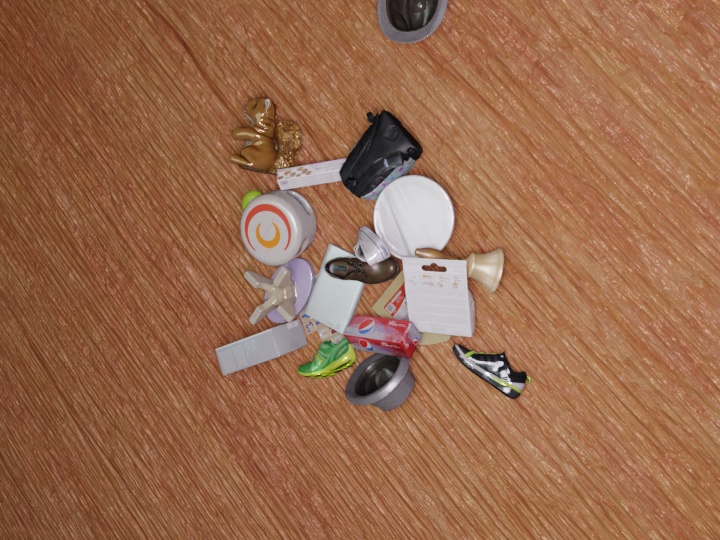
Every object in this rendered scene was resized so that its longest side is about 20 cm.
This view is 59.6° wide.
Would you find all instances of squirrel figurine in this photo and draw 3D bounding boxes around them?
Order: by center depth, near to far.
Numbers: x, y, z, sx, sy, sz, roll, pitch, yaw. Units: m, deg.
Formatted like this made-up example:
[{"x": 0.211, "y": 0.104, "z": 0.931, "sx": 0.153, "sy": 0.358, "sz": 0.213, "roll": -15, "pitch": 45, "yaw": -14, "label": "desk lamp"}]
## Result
[{"x": -0.240, "y": -0.356, "z": 1.668, "sx": 0.195, "sy": 0.141, "sz": 0.192, "roll": 14, "pitch": 92, "yaw": 8, "label": "squirrel figurine"}]

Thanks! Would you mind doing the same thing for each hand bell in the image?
[{"x": 0.220, "y": -0.020, "z": 1.449, "sx": 0.195, "sy": 0.104, "sz": 0.107, "roll": 12, "pitch": 102, "yaw": -5, "label": "hand bell"}]

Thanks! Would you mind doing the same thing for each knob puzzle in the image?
[{"x": 0.151, "y": 0.099, "z": 1.576, "sx": 0.214, "sy": 0.030, "sz": 0.225, "roll": 9, "pitch": 113, "yaw": 22, "label": "knob puzzle"}]

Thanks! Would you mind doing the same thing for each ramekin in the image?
[{"x": 0.136, "y": -0.129, "z": 1.516, "sx": 0.197, "sy": 0.094, "sz": 0.208, "roll": 4, "pitch": 101, "yaw": 19, "label": "ramekin"}]

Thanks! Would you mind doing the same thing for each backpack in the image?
[{"x": 0.047, "y": -0.262, "z": 1.531, "sx": 0.201, "sy": 0.125, "sz": 0.168, "roll": -48, "pitch": 61, "yaw": 22, "label": "backpack"}]

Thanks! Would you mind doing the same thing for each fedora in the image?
[{"x": 0.130, "y": -0.619, "z": 1.469, "sx": 0.172, "sy": 0.090, "sz": 0.206, "roll": -2, "pitch": 89, "yaw": 23, "label": "fedora"}, {"x": 0.063, "y": 0.288, "z": 1.586, "sx": 0.198, "sy": 0.178, "sz": 0.091, "roll": -25, "pitch": 115, "yaw": 41, "label": "fedora"}]

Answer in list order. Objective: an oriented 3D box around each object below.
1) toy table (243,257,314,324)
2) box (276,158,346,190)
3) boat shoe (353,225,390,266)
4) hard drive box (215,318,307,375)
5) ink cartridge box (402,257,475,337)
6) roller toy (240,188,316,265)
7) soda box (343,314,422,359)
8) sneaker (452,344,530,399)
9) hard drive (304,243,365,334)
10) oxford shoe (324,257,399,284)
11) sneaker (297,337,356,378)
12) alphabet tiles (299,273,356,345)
[{"x": -0.218, "y": 0.060, "z": 1.691, "sx": 0.182, "sy": 0.116, "sz": 0.204, "roll": 31, "pitch": 107, "yaw": 21, "label": "toy table"}, {"x": -0.118, "y": -0.248, "z": 1.621, "sx": 0.194, "sy": 0.042, "sz": 0.040, "roll": -8, "pitch": 55, "yaw": 10, "label": "box"}, {"x": 0.013, "y": -0.057, "z": 1.536, "sx": 0.065, "sy": 0.200, "sz": 0.074, "roll": -34, "pitch": 104, "yaw": -4, "label": "boat shoe"}, {"x": -0.268, "y": 0.209, "z": 1.717, "sx": 0.196, "sy": 0.155, "sz": 0.079, "roll": -21, "pitch": 87, "yaw": 24, "label": "hard drive box"}, {"x": 0.185, "y": 0.055, "z": 1.484, "sx": 0.158, "sy": 0.050, "sz": 0.205, "roll": 4, "pitch": 117, "yaw": 24, "label": "ink cartridge box"}, {"x": -0.212, "y": -0.115, "z": 1.662, "sx": 0.178, "sy": 0.140, "sz": 0.206, "roll": 1, "pitch": 106, "yaw": 19, "label": "roller toy"}, {"x": 0.052, "y": 0.162, "z": 1.565, "sx": 0.197, "sy": 0.071, "sz": 0.064, "roll": 2, "pitch": 138, "yaw": 45, "label": "soda box"}, {"x": 0.315, "y": 0.225, "z": 1.511, "sx": 0.198, "sy": 0.072, "sz": 0.084, "roll": 34, "pitch": 85, "yaw": 16, "label": "sneaker"}, {"x": -0.059, "y": 0.049, "z": 1.664, "sx": 0.130, "sy": 0.026, "sz": 0.204, "roll": 25, "pitch": 102, "yaw": 17, "label": "hard drive"}, {"x": 0.000, "y": 0.000, "z": 1.580, "sx": 0.195, "sy": 0.084, "sz": 0.075, "roll": -3, "pitch": 91, "yaw": 19, "label": "oxford shoe"}, {"x": -0.089, "y": 0.237, "z": 1.690, "sx": 0.197, "sy": 0.073, "sz": 0.086, "roll": -26, "pitch": 61, "yaw": 32, "label": "sneaker"}, {"x": -0.093, "y": 0.111, "z": 1.706, "sx": 0.165, "sy": 0.008, "sz": 0.204, "roll": -26, "pitch": 84, "yaw": 25, "label": "alphabet tiles"}]
